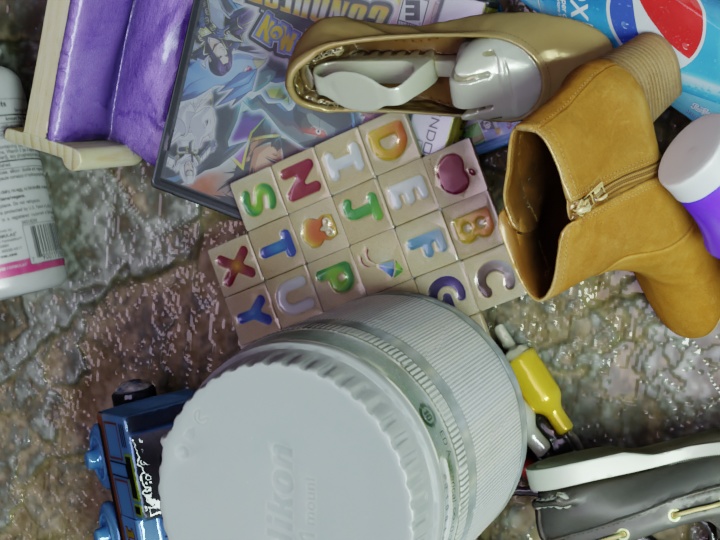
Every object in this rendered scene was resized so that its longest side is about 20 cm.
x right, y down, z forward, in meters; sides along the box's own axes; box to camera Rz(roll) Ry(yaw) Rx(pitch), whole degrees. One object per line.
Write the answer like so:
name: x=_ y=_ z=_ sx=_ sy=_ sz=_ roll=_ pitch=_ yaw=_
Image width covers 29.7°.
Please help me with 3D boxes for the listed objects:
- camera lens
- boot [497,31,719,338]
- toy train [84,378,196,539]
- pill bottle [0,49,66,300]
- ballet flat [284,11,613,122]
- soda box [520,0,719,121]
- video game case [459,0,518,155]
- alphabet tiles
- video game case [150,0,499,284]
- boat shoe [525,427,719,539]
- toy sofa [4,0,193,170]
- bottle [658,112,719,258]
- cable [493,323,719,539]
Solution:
camera lens: x=-0.002 y=0.103 z=0.758 sx=0.158 sy=0.200 sz=0.163 roll=3 pitch=99 yaw=22
boot: x=0.136 y=-0.017 z=0.748 sx=0.070 sy=0.144 sz=0.203 roll=10 pitch=128 yaw=42
toy train: x=-0.128 y=0.174 z=0.910 sx=0.114 sy=0.086 sz=0.203 roll=-3 pitch=97 yaw=64
pill bottle: x=-0.281 y=-0.076 z=0.944 sx=0.112 sy=0.113 sz=0.203 roll=-12 pitch=92 yaw=22
ballet flat: x=0.047 y=-0.110 z=0.789 sx=0.197 sy=0.063 sz=0.069 roll=3 pitch=124 yaw=24
soda box: x=0.179 y=-0.147 z=0.771 sx=0.199 sy=0.068 sz=0.065 roll=37 pitch=143 yaw=13
video game case: x=0.019 y=-0.161 z=0.870 sx=0.141 sy=0.018 sz=0.203 roll=-17 pitch=90 yaw=22
alphabet tiles: x=0.000 y=0.000 z=0.856 sx=0.198 sy=0.006 sz=0.169 roll=-21 pitch=88 yaw=24
video game case: x=-0.028 y=-0.110 z=0.870 sx=0.198 sy=0.025 sz=0.183 roll=20 pitch=104 yaw=18
boat shoe: x=0.199 y=0.126 z=0.793 sx=0.198 sy=0.072 sz=0.062 roll=-10 pitch=87 yaw=6
toy sofa: x=-0.161 y=-0.169 z=0.903 sx=0.096 sy=0.083 sz=0.203 roll=18 pitch=103 yaw=19
bottle: x=0.244 y=-0.006 z=0.731 sx=0.199 sy=0.065 sz=0.084 roll=38 pitch=105 yaw=-20
cable: x=0.129 y=0.131 z=0.842 sx=0.200 sy=0.050 sz=0.097 roll=41 pitch=97 yaw=13
